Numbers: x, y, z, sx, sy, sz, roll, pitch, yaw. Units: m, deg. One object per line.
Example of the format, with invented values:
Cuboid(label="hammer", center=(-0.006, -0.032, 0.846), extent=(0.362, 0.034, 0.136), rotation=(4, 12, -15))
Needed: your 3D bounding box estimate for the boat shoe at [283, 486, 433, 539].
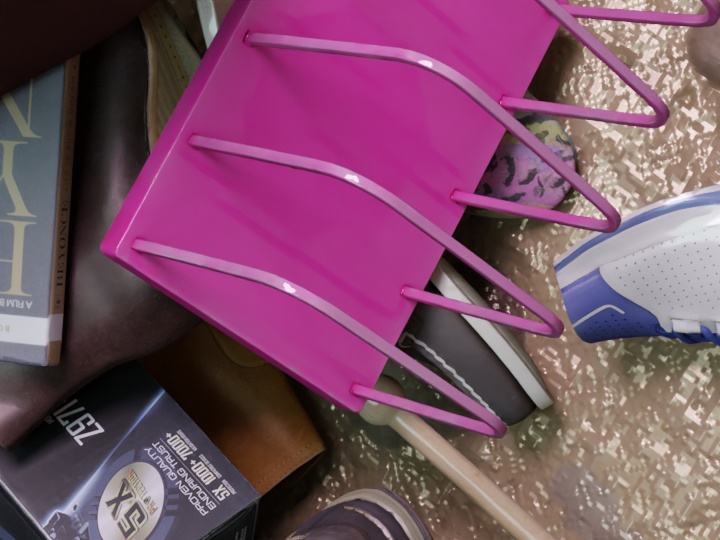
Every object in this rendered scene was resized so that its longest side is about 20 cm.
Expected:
Cuboid(label="boat shoe", center=(-0.052, 0.168, 0.940), extent=(0.074, 0.073, 0.200), rotation=(45, 111, 22))

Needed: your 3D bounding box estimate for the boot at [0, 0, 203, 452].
Cuboid(label="boot", center=(-0.136, -0.047, 0.931), extent=(0.166, 0.072, 0.200), rotation=(-35, 77, -1))

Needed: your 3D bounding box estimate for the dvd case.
Cuboid(label="dvd case", center=(-0.184, -0.067, 0.905), extent=(0.148, 0.016, 0.201), rotation=(5, 94, 17))

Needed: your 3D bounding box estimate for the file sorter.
Cuboid(label="file sorter", center=(0.027, -0.054, 0.863), extent=(0.125, 0.139, 0.200), rotation=(13, 72, 53))

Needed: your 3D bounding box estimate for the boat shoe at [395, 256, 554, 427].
Cuboid(label="boat shoe", center=(0.000, 0.000, 0.982), extent=(0.061, 0.072, 0.201), rotation=(-44, 90, 2))

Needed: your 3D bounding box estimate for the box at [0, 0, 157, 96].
Cuboid(label="box", center=(-0.170, -0.176, 0.805), extent=(0.166, 0.164, 0.200), rotation=(-31, 80, 13))

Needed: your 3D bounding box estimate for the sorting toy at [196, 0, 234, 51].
Cuboid(label="sorting toy", center=(-0.014, -0.155, 0.938), extent=(0.107, 0.200, 0.181), rotation=(-18, 72, 52))

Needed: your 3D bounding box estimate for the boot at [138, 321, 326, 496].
Cuboid(label="boot", center=(-0.060, 0.027, 1.051), extent=(0.144, 0.071, 0.201), rotation=(47, 118, 13))

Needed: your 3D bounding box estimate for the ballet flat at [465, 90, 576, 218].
Cuboid(label="ballet flat", center=(0.002, -0.082, 1.000), extent=(0.200, 0.071, 0.069), rotation=(36, 110, 23))

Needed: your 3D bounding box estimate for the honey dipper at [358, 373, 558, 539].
Cuboid(label="honey dipper", center=(0.074, 0.116, 0.965), extent=(0.200, 0.038, 0.038), rotation=(40, 112, 7))

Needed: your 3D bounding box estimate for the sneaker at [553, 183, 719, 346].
Cuboid(label="sneaker", center=(0.180, 0.016, 0.899), extent=(0.199, 0.081, 0.115), rotation=(-19, 81, 28))

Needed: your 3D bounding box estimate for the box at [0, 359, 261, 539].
Cuboid(label="box", center=(-0.135, 0.116, 1.022), extent=(0.164, 0.086, 0.200), rotation=(46, 152, 20))
